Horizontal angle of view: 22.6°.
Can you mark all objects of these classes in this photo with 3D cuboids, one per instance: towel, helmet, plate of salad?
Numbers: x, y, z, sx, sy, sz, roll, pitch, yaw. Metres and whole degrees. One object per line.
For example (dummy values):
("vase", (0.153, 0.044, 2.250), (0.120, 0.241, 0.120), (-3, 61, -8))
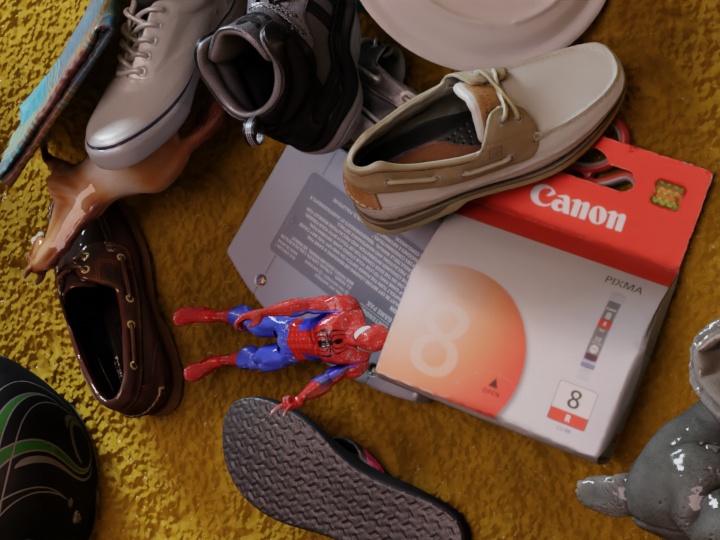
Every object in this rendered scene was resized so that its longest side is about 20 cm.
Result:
("towel", (-0.224, -0.149, 1.361), (0.022, 0.200, 0.147), (32, 103, -14))
("helmet", (-0.309, 0.155, 1.345), (0.200, 0.191, 0.201), (-6, 79, 31))
("plate of salad", (0.078, -0.229, 1.202), (0.048, 0.199, 0.201), (168, 109, -75))

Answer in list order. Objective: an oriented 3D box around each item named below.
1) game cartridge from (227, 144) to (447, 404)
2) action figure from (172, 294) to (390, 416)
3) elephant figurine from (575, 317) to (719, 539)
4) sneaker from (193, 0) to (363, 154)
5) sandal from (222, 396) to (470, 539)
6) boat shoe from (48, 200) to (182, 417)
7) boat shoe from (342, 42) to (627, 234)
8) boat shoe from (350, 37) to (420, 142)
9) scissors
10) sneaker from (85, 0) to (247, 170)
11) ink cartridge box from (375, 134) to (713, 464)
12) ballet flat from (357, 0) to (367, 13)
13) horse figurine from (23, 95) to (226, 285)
("game cartridge", (0.000, 0.000, 1.272), (0.200, 0.040, 0.134), (38, 99, 30))
("action figure", (-0.069, 0.055, 1.234), (0.200, 0.099, 0.065), (-5, 100, 43))
("elephant figurine", (0.252, 0.080, 1.066), (0.200, 0.155, 0.141), (-67, 14, -6))
("sneaker", (-0.054, -0.176, 1.190), (0.075, 0.114, 0.201), (-4, 92, 31))
("sandal", (-0.011, 0.154, 1.257), (0.200, 0.045, 0.075), (28, 103, 17))
("boat shoe", (-0.196, 0.018, 1.370), (0.070, 0.070, 0.200), (-38, 63, 25))
("boat shoe", (0.082, -0.092, 1.161), (0.200, 0.068, 0.075), (-31, 61, -2))
("boat shoe", (0.007, -0.129, 1.273), (0.071, 0.072, 0.200), (-48, 66, 4))
("scissors", (0.100, -0.057, 1.230), (0.200, 0.014, 0.073), (-9, 79, 29))
("sneaker", (-0.152, -0.162, 1.314), (0.073, 0.071, 0.200), (2, 50, 30))
("ink cartridge box", (0.119, 0.004, 1.163), (0.162, 0.050, 0.201), (20, 92, 21))
("ballet flat", (-0.068, -0.236, 1.289), (0.199, 0.067, 0.063), (13, 82, -4))
("horse figurine", (-0.176, -0.086, 1.353), (0.200, 0.050, 0.133), (-25, 41, 17))
